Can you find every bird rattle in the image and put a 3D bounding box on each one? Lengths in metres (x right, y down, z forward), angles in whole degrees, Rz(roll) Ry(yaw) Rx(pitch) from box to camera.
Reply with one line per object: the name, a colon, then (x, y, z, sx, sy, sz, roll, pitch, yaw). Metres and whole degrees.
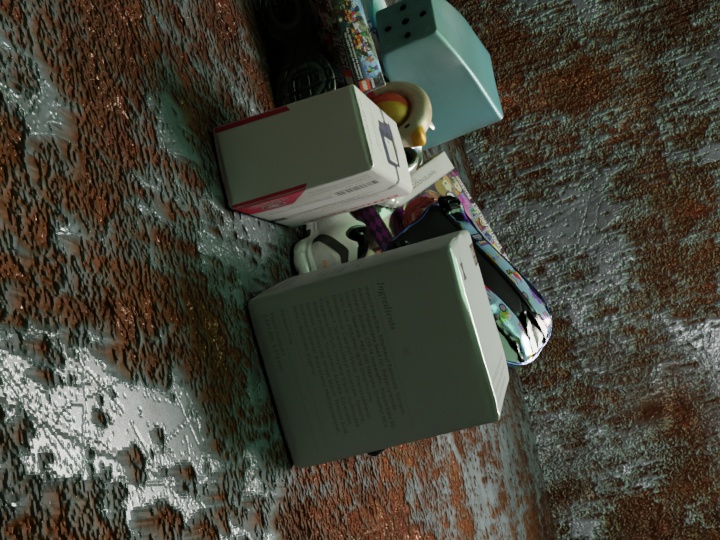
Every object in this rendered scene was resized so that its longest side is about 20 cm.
bird rattle: (0.016, -0.194, 1.378, 0.201, 0.162, 0.113, -83, 158, -49)

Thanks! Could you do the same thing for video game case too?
video game case: (0.106, -0.037, 1.388, 0.181, 0.036, 0.201, -36, 96, -44)

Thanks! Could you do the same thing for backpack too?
backpack: (0.106, 0.041, 1.167, 0.200, 0.135, 0.183, 41, 36, 5)

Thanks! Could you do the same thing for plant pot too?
plant pot: (0.106, -0.313, 1.580, 0.200, 0.140, 0.142, 45, 31, -50)

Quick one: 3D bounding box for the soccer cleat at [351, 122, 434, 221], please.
soccer cleat: (0.044, -0.140, 1.429, 0.086, 0.070, 0.201, 38, 72, -37)

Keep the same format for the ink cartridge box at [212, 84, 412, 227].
ink cartridge box: (-0.040, -0.108, 1.048, 0.200, 0.144, 0.085, 10, 65, -76)

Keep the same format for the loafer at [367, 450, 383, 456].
loafer: (0.000, 0.113, 1.187, 0.071, 0.067, 0.202, 109, -25, -50)

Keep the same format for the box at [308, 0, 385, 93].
box: (-0.041, -0.299, 1.300, 0.200, 0.037, 0.138, 36, -33, 63)

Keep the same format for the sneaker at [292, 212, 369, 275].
sneaker: (-0.023, -0.036, 1.200, 0.200, 0.079, 0.074, -85, 154, -62)

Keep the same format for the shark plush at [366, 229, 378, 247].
shark plush: (-0.006, -0.134, 1.498, 0.201, 0.090, 0.083, 62, -14, 7)

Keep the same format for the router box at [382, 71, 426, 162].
router box: (0.031, -0.221, 1.568, 0.150, 0.062, 0.200, 58, -2, 41)

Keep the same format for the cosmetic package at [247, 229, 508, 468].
cosmetic package: (0.025, 0.069, 1.005, 0.165, 0.198, 0.166, -34, 108, -76)

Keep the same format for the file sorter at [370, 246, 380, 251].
file sorter: (0.092, 0.065, 1.481, 0.139, 0.123, 0.202, 45, 33, -68)

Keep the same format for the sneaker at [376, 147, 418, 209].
sneaker: (-0.009, -0.127, 1.235, 0.199, 0.080, 0.074, 2, 39, -48)

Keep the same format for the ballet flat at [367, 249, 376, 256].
ballet flat: (0.000, 0.000, 1.337, 0.062, 0.067, 0.200, 52, 4, 12)

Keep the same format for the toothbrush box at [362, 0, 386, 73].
toothbrush box: (0.007, -0.371, 1.695, 0.201, 0.085, 0.147, -91, 161, -45)

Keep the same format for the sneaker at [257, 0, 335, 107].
sneaker: (-0.068, -0.246, 1.265, 0.091, 0.075, 0.202, 49, 31, -81)

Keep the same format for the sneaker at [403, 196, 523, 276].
sneaker: (0.130, -0.013, 1.332, 0.200, 0.078, 0.082, 45, 2, -1)
